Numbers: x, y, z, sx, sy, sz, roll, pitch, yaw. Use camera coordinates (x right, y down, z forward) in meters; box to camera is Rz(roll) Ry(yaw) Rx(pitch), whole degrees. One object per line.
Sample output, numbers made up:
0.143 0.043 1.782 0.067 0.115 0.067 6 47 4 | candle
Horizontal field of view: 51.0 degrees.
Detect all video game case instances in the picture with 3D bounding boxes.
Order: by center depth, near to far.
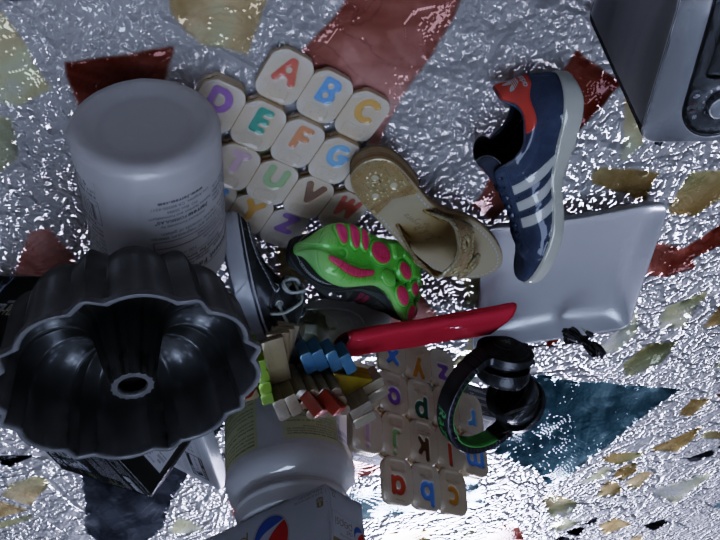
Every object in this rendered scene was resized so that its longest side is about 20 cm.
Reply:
-0.238 0.151 0.832 0.178 0.023 0.203 20 141 19 | video game case

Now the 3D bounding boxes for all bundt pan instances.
-0.179 0.059 0.582 0.197 0.077 0.205 -13 140 -11 | bundt pan

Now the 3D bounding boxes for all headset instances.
0.177 0.128 0.843 0.198 0.094 0.125 -35 126 -16 | headset

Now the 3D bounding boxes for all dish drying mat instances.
0.066 0.063 0.792 0.195 0.019 0.077 -6 160 -22 | dish drying mat

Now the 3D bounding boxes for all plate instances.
0.220 0.005 0.836 0.194 0.033 0.202 -8 136 -3 | plate

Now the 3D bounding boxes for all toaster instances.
0.272 -0.190 0.536 0.175 0.203 0.120 0 135 -1 | toaster

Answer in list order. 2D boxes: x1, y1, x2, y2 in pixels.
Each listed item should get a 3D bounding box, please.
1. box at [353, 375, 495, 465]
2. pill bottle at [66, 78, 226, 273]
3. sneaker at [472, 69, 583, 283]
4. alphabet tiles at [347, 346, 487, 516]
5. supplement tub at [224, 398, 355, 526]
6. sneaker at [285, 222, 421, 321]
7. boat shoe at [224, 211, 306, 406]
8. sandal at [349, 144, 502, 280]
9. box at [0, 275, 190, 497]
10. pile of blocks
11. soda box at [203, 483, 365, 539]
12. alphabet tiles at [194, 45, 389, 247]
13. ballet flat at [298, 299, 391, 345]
0.083 0.208 1.011 0.196 0.051 0.158 19 130 -29 | box
-0.167 -0.042 0.626 0.111 0.116 0.203 -2 138 -9 | pill bottle
0.141 -0.080 0.689 0.082 0.075 0.205 -2 118 -6 | sneaker
0.066 0.173 0.861 0.197 0.200 0.015 20 141 -31 | alphabet tiles
-0.081 0.188 0.842 0.141 0.203 0.147 -6 138 -5 | supplement tub
0.000 0.000 0.762 0.082 0.079 0.199 2 161 37 | sneaker
-0.081 0.034 0.727 0.066 0.074 0.204 -18 104 -6 | boat shoe
0.065 -0.025 0.709 0.077 0.071 0.211 -31 130 27 | sandal
-0.275 0.107 0.718 0.161 0.087 0.202 0 132 38 | box
-0.054 0.100 0.692 0.195 0.062 0.084 8 111 -25 | pile of blocks
-0.091 0.285 0.746 0.197 0.065 0.068 -30 134 20 | soda box
-0.068 -0.099 0.678 0.197 0.015 0.196 20 129 -29 | alphabet tiles
-0.058 0.066 0.807 0.194 0.071 0.070 2 137 -12 | ballet flat
